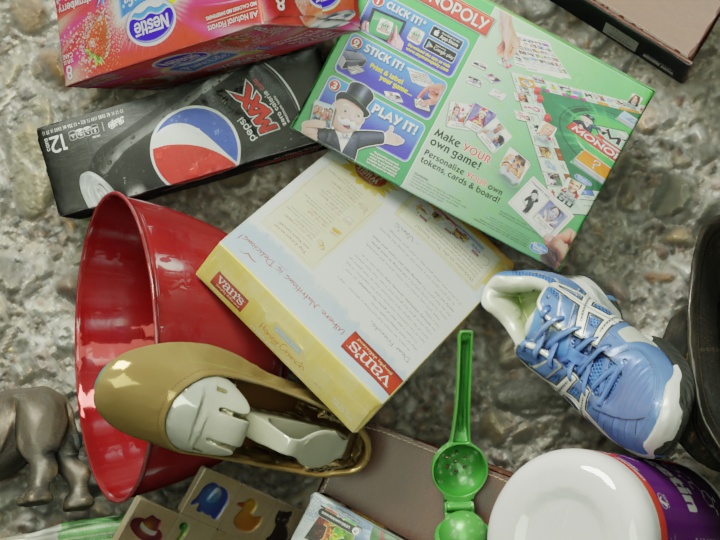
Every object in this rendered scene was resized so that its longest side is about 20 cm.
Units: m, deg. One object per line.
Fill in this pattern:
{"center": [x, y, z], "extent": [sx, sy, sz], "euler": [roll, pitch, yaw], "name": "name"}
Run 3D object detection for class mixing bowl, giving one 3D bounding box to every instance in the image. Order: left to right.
{"center": [-0.112, 0.049, 1.570], "extent": [0.107, 0.200, 0.202], "euler": [-1, 86, -20], "name": "mixing bowl"}

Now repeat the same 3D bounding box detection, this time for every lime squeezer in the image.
{"center": [0.069, 0.144, 1.490], "extent": [0.037, 0.071, 0.202], "euler": [5, 73, -21], "name": "lime squeezer"}

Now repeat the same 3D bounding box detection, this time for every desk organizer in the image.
{"center": [0.154, -0.215, 1.606], "extent": [0.199, 0.072, 0.077], "euler": [33, 88, 6], "name": "desk organizer"}

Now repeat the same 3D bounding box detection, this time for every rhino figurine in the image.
{"center": [-0.282, 0.128, 1.629], "extent": [0.198, 0.060, 0.088], "euler": [-8, 72, 6], "name": "rhino figurine"}

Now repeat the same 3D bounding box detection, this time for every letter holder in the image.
{"center": [0.024, 0.212, 1.580], "extent": [0.141, 0.101, 0.201], "euler": [20, 89, 8], "name": "letter holder"}

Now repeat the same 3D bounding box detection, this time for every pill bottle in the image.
{"center": [0.167, 0.172, 1.511], "extent": [0.112, 0.200, 0.114], "euler": [-4, 81, 28], "name": "pill bottle"}

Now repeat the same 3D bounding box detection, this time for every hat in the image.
{"center": [0.240, 0.068, 1.561], "extent": [0.081, 0.200, 0.202], "euler": [-20, 84, 41], "name": "hat"}

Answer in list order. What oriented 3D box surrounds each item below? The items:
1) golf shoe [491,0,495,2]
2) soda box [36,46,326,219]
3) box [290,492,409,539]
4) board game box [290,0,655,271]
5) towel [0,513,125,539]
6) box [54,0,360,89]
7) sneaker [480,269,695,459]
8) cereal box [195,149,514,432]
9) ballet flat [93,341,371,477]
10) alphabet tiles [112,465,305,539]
{"center": [0.070, -0.141, 1.608], "extent": [0.200, 0.077, 0.088], "euler": [41, 96, 6], "name": "golf shoe"}
{"center": [-0.112, -0.091, 1.621], "extent": [0.198, 0.071, 0.064], "euler": [-16, 88, 3], "name": "soda box"}
{"center": [0.028, 0.246, 1.507], "extent": [0.199, 0.040, 0.138], "euler": [28, 89, 10], "name": "box"}
{"center": [0.073, -0.105, 1.563], "extent": [0.199, 0.029, 0.135], "euler": [28, 97, -3], "name": "board game box"}
{"center": [-0.217, 0.251, 1.636], "extent": [0.198, 0.023, 0.154], "euler": [-12, 87, 4], "name": "towel"}
{"center": [-0.104, -0.185, 1.565], "extent": [0.199, 0.095, 0.101], "euler": [-11, 85, 43], "name": "box"}
{"center": [0.141, 0.058, 1.516], "extent": [0.077, 0.200, 0.076], "euler": [15, 104, -29], "name": "sneaker"}
{"center": [0.000, 0.000, 1.550], "extent": [0.144, 0.200, 0.040], "euler": [45, 129, 3], "name": "cereal box"}
{"center": [-0.070, 0.088, 1.466], "extent": [0.063, 0.199, 0.069], "euler": [33, 106, 46], "name": "ballet flat"}
{"center": [-0.095, 0.221, 1.563], "extent": [0.199, 0.008, 0.168], "euler": [28, 93, -39], "name": "alphabet tiles"}
